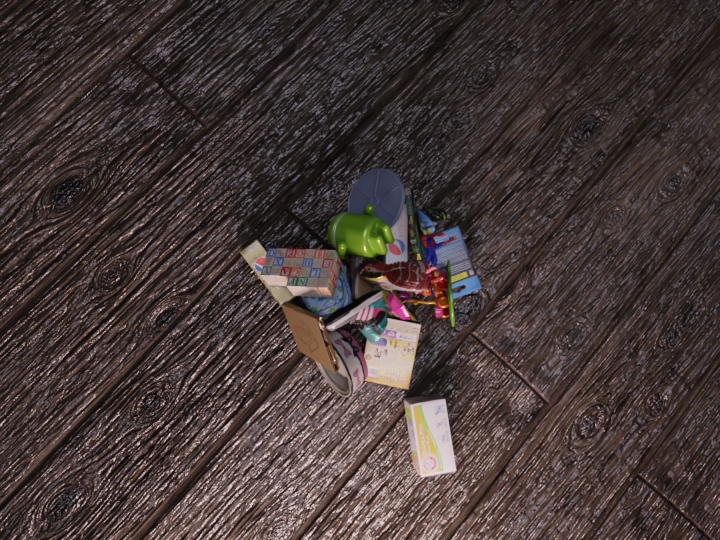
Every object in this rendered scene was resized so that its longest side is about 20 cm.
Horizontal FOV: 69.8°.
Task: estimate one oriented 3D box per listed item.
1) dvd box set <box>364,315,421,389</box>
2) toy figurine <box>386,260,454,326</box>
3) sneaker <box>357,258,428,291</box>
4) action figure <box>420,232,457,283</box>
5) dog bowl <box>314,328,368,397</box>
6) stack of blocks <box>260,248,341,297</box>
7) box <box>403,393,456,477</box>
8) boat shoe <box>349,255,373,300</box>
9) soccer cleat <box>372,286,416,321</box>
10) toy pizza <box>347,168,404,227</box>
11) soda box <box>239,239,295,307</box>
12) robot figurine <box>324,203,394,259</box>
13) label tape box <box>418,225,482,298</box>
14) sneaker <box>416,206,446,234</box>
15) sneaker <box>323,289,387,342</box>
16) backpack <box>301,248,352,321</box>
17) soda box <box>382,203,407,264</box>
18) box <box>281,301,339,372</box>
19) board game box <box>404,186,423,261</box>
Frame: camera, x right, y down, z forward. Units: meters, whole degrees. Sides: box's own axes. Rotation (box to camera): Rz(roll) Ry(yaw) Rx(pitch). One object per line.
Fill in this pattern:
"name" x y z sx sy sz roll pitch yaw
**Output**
"dvd box set" 0.086 0.231 1.479 0.146 0.029 0.200 10 102 6
"toy figurine" 0.166 0.065 1.451 0.184 0.150 0.200 -4 56 10
"sneaker" 0.094 0.017 1.413 0.200 0.082 0.078 14 70 29
"action figure" 0.220 -0.061 1.438 0.099 0.200 0.065 -27 123 18
"dog bowl" -0.056 0.246 1.430 0.074 0.200 0.200 -27 86 -27
"stack of blocks" -0.163 0.005 1.389 0.200 0.059 0.115 3 61 17
"box" 0.195 0.464 1.464 0.101 0.112 0.200 -8 85 -6
"boat shoe" 0.000 0.000 1.506 0.072 0.065 0.200 31 55 -42
"soccer cleat" 0.097 0.097 1.522 0.200 0.065 0.084 36 79 0
"toy pizza" 0.048 -0.201 1.525 0.200 0.032 0.201 -6 80 34
"soda box" -0.262 0.010 1.494 0.064 0.068 0.200 -37 88 -8
"robot figurine" -0.007 -0.101 1.451 0.200 0.116 0.176 13 58 34
"label tape box" 0.258 -0.014 1.550 0.144 0.063 0.200 -19 85 -6
"sneaker" 0.208 -0.154 1.493 0.083 0.200 0.071 -15 102 10
"sneaker" -0.001 0.145 1.387 0.200 0.084 0.121 -28 100 -33
"backpack" -0.104 0.050 1.459 0.163 0.154 0.200 -20 85 -5
"soda box" 0.104 -0.098 1.546 0.068 0.064 0.200 1 84 -5
"box" -0.138 0.175 1.399 0.021 0.200 0.164 -29 114 -27
"board game box" 0.154 -0.136 1.494 0.023 0.105 0.200 -9 52 11
